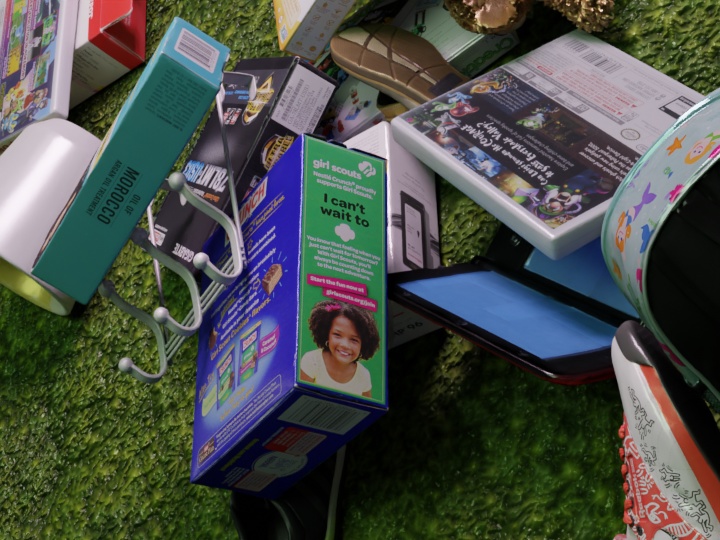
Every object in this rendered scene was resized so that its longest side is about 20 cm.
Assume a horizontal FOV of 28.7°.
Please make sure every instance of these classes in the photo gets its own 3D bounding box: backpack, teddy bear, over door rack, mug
[{"bbox_3d":[0.239,-0.008,0.805,0.178,0.199,0.151,-46,24,11],"label":"backpack"},{"bbox_3d":[0.153,-0.247,1.100,0.144,0.067,0.201,34,77,17],"label":"teddy bear"},{"bbox_3d":[-0.139,-0.038,1.056,0.148,0.066,0.202,-48,32,42],"label":"over door rack"},{"bbox_3d":[-0.320,-0.066,1.381,0.185,0.150,0.154,18,70,39],"label":"mug"}]

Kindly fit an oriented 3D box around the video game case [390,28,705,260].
[{"bbox_3d":[0.147,-0.096,0.998,0.180,0.024,0.200,-27,40,-19],"label":"video game case"}]

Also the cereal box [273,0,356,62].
[{"bbox_3d":[-0.012,-0.291,1.153,0.200,0.039,0.145,-52,35,37],"label":"cereal box"}]

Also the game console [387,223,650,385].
[{"bbox_3d":[0.136,-0.013,0.956,0.199,0.118,0.174,27,86,46],"label":"game console"}]

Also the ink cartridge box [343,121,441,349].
[{"bbox_3d":[0.000,0.000,1.104,0.115,0.068,0.203,-25,51,33],"label":"ink cartridge box"}]

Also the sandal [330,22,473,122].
[{"bbox_3d":[0.052,-0.135,1.119,0.199,0.080,0.055,33,132,22],"label":"sandal"}]

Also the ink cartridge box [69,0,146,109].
[{"bbox_3d":[-0.294,-0.257,1.519,0.198,0.067,0.118,-25,52,29],"label":"ink cartridge box"}]

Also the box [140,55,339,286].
[{"bbox_3d":[-0.109,-0.086,1.215,0.200,0.049,0.200,-61,21,-2],"label":"box"}]

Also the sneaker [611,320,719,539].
[{"bbox_3d":[0.172,0.140,0.834,0.107,0.067,0.203,-35,72,24],"label":"sneaker"}]

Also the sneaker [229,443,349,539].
[{"bbox_3d":[-0.057,0.157,1.052,0.071,0.083,0.202,-25,51,28],"label":"sneaker"}]

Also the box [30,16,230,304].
[{"bbox_3d":[-0.166,-0.079,1.020,0.201,0.049,0.083,-54,15,23],"label":"box"}]

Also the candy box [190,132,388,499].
[{"bbox_3d":[-0.051,0.034,0.993,0.169,0.076,0.203,-43,40,48],"label":"candy box"}]

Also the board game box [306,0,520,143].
[{"bbox_3d":[0.034,-0.187,1.209,0.199,0.035,0.127,-34,47,22],"label":"board game box"}]

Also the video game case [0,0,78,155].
[{"bbox_3d":[-0.370,-0.215,1.499,0.181,0.023,0.203,-22,55,32],"label":"video game case"}]
